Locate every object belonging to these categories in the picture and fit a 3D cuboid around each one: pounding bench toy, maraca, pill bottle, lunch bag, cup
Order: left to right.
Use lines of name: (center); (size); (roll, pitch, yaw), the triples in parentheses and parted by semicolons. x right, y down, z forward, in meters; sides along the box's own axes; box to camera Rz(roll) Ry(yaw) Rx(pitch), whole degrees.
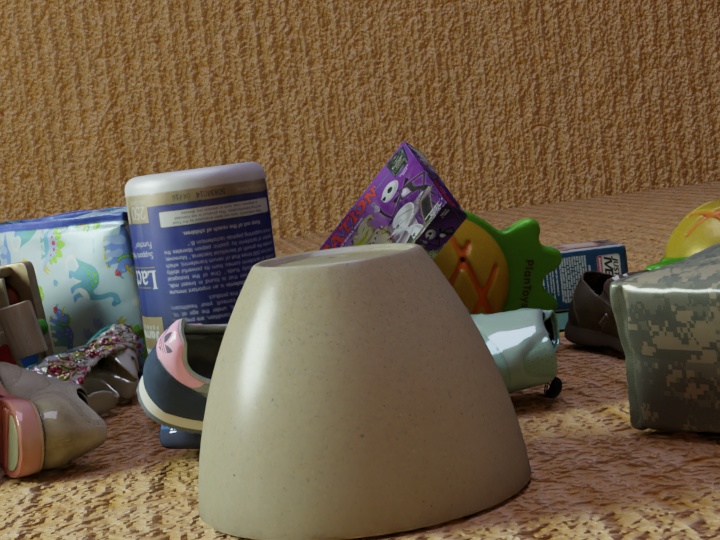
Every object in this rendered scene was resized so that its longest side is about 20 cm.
pounding bench toy: (-0.335, 0.062, 1.226); (0.199, 0.125, 0.156); (-10, 4, 21)
lunch bag: (-0.276, 0.024, 1.380); (0.199, 0.171, 0.127); (-6, 5, 24)
pill bottle: (-0.121, 0.018, 1.102); (0.115, 0.201, 0.116); (-7, 4, 1)
cup: (-0.005, 0.061, 0.809); (0.199, 0.144, 0.200); (-6, 5, 1)
maraca: (0.081, 0.010, 1.213); (0.199, 0.138, 0.107); (0, 20, -9)
maraca: (0.354, -0.015, 1.321); (0.137, 0.107, 0.200); (-12, 2, 33)
lunch bag: (0.286, 0.033, 0.871); (0.200, 0.118, 0.164); (-18, 10, -40)

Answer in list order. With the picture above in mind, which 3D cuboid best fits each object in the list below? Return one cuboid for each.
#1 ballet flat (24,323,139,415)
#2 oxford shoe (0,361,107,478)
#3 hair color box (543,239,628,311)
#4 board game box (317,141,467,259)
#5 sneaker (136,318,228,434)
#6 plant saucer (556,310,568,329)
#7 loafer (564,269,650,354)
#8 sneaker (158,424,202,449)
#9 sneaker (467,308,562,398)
ballet flat: (-0.234, 0.099, 1.195); (0.064, 0.076, 0.200); (26, 18, 11)
oxford shoe: (-0.247, 0.111, 1.034); (0.074, 0.071, 0.200); (-4, 14, -26)
hair color box: (0.162, 0.011, 1.371); (0.199, 0.061, 0.100); (-6, 5, -1)
board game box: (0.000, 0.000, 1.120); (0.032, 0.200, 0.120); (31, 15, -25)
sneaker: (-0.045, 0.071, 0.915); (0.199, 0.070, 0.082); (2, -38, -20)
plant saucer: (0.141, 0.054, 1.359); (0.199, 0.019, 0.070); (-8, 5, 2)
loafer: (0.240, 0.035, 1.160); (0.076, 0.068, 0.200); (-10, 6, -30)
sneaker: (-0.074, 0.081, 1.003); (0.074, 0.083, 0.200); (-1, 11, 38)
sneaker: (0.092, 0.058, 1.061); (0.118, 0.074, 0.200); (-14, 16, -5)
